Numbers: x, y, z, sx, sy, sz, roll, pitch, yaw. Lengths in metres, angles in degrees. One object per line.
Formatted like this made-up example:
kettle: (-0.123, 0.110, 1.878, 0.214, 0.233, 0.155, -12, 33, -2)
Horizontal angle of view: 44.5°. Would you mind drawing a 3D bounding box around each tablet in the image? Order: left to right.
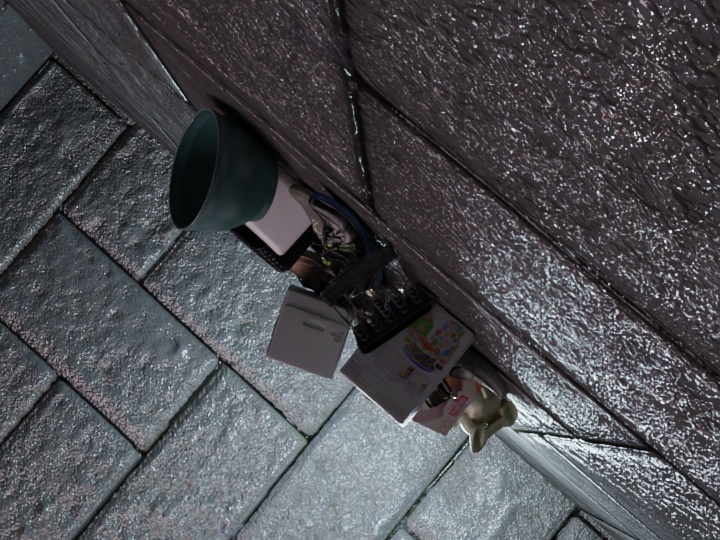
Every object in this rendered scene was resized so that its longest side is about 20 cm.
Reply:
tablet: (-0.176, -0.133, 1.565, 0.200, 0.130, 0.014, 42, -156, -9)

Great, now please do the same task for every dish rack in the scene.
dish rack: (0.026, 0.044, 1.414, 0.055, 0.153, 0.200, 55, -178, 32)

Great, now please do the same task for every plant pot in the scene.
plant pot: (-0.220, -0.152, 1.465, 0.133, 0.203, 0.200, 13, -169, -32)

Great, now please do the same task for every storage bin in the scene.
storage bin: (-0.182, -0.106, 1.707, 0.199, 0.136, 0.094, 36, 174, 40)

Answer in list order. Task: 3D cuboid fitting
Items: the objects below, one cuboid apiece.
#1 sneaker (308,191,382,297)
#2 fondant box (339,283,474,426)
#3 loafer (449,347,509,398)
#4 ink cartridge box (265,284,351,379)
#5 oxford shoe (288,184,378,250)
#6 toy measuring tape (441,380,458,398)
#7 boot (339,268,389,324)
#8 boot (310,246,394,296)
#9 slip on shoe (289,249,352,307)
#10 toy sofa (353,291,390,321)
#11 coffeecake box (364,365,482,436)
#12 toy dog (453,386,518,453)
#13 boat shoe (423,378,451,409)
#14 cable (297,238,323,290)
sneaker: (-0.030, -0.037, 1.399, 0.071, 0.082, 0.201, 34, 156, 53)
fondant box: (0.082, 0.146, 1.522, 0.144, 0.201, 0.058, 38, 176, 18)
loafer: (0.198, 0.182, 1.689, 0.200, 0.070, 0.070, 41, 175, 7)
ink cartridge box: (-0.103, 0.122, 1.820, 0.145, 0.146, 0.200, 18, -179, -2)
oxford shoe: (-0.054, -0.074, 1.499, 0.200, 0.058, 0.075, 42, 177, 11)
toy measuring tape: (0.138, 0.130, 1.589, 0.201, 0.073, 0.074, 57, 179, 15)
boot: (0.002, 0.000, 1.656, 0.154, 0.073, 0.205, 96, 154, -58)
boot: (-0.009, 0.011, 1.895, 0.164, 0.066, 0.201, 15, 146, 47)
slip on shoe: (-0.079, 0.019, 1.770, 0.198, 0.061, 0.076, 25, 146, 9)
toy sofa: (0.067, 0.144, 1.858, 0.097, 0.083, 0.201, 3, 134, 33)
coffeecake box: (0.127, 0.222, 1.773, 0.198, 0.154, 0.073, 27, -160, -19)
toy dog: (0.221, 0.275, 1.952, 0.199, 0.139, 0.195, 36, 160, 44)
boat shoe: (0.108, 0.167, 1.655, 0.203, 0.063, 0.074, 60, -162, -17)
cable: (-0.076, -0.002, 1.830, 0.162, 0.051, 0.201, 32, 151, 13)
